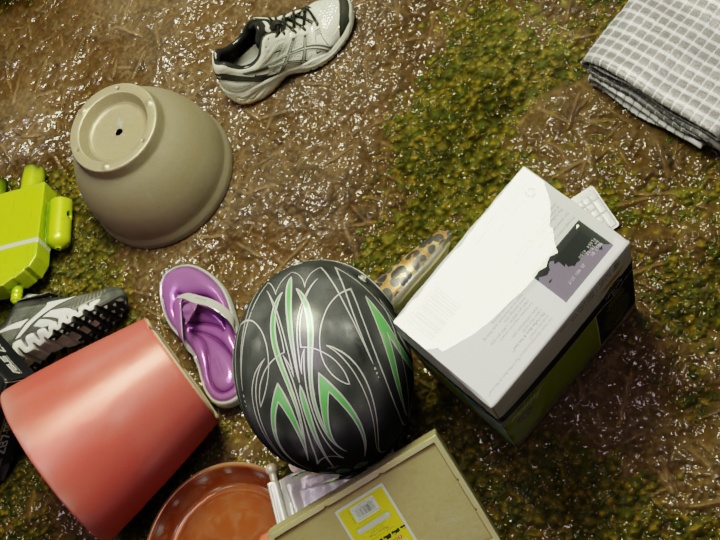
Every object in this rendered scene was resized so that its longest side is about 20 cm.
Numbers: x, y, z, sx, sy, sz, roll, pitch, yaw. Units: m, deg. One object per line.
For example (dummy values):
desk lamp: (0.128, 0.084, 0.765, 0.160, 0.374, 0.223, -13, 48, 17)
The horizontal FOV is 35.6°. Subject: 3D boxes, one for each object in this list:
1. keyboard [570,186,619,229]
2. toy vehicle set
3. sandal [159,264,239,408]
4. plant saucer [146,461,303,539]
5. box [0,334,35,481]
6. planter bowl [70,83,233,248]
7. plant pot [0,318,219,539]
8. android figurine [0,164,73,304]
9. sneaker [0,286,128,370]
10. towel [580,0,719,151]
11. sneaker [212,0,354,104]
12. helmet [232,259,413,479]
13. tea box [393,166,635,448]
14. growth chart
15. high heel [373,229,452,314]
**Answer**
keyboard: (0.186, -0.017, 1.232, 0.199, 0.011, 0.057, -33, 61, 5)
toy vehicle set: (0.023, 0.262, 1.112, 0.199, 0.027, 0.125, -31, 93, 5)
sandal: (-0.181, 0.065, 1.308, 0.082, 0.050, 0.204, -36, 61, 2)
plant saucer: (-0.138, 0.308, 1.200, 0.198, 0.032, 0.203, -7, 66, 16)
box: (-0.477, 0.134, 1.348, 0.200, 0.049, 0.163, 40, 120, 29)
planter bowl: (-0.275, -0.146, 1.386, 0.198, 0.135, 0.203, -8, 65, 17)
plant pot: (-0.265, 0.161, 1.229, 0.177, 0.201, 0.201, -37, 60, -8)
android figurine: (-0.457, -0.041, 1.455, 0.180, 0.041, 0.202, -14, 58, 14)
sneaker: (-0.379, 0.057, 1.375, 0.198, 0.066, 0.091, -29, 63, 9)
towel: (0.365, -0.235, 1.218, 0.199, 0.086, 0.166, 36, 84, 29)
sneaker: (-0.097, -0.290, 1.409, 0.199, 0.088, 0.076, -36, 59, 1)
helmet: (-0.038, 0.097, 1.123, 0.197, 0.191, 0.202, -9, 59, 14)
tea box: (0.159, 0.043, 1.107, 0.133, 0.197, 0.200, 39, 83, 25)
growth chart: (0.002, 0.242, 1.164, 0.197, 0.018, 0.146, -10, 63, 3)
high heel: (0.000, 0.000, 1.255, 0.142, 0.071, 0.200, 43, 96, 23)
